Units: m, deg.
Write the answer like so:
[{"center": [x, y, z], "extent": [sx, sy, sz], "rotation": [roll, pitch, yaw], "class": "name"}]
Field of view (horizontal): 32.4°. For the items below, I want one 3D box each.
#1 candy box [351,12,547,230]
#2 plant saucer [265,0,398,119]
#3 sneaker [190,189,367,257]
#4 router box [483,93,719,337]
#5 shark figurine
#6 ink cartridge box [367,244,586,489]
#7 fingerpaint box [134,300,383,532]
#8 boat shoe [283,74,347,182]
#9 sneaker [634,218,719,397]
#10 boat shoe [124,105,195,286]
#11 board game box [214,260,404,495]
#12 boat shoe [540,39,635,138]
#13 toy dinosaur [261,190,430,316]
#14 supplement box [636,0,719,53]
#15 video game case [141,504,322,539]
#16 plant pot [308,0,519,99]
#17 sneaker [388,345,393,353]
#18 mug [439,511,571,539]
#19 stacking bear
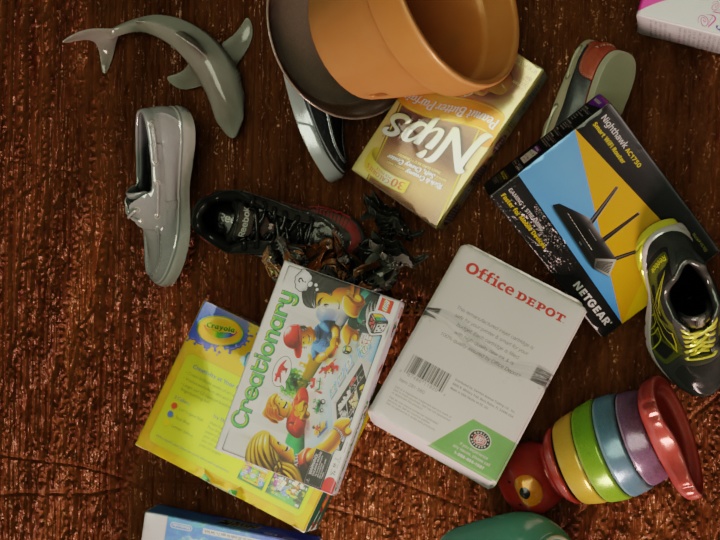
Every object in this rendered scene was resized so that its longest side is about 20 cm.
[{"center": [0.095, -0.157, 1.316], "extent": [0.115, 0.055, 0.200], "rotation": [35, 97, 13], "class": "candy box"}, {"center": [-0.020, -0.258, 1.299], "extent": [0.032, 0.200, 0.201], "rotation": [1, 90, 55], "class": "plant saucer"}, {"center": [-0.095, -0.044, 1.338], "extent": [0.200, 0.098, 0.071], "rotation": [11, 91, 10], "class": "sneaker"}, {"center": [0.242, -0.054, 1.247], "extent": [0.149, 0.051, 0.200], "rotation": [-38, 108, 10], "class": "router box"}, {"center": [-0.209, -0.251, 1.371], "extent": [0.214, 0.089, 0.128], "rotation": [27, 95, 9], "class": "shark figurine"}, {"center": [0.119, 0.097, 1.257], "extent": [0.146, 0.084, 0.200], "rotation": [29, 79, 10], "class": "ink cartridge box"}, {"center": [-0.102, 0.149, 1.278], "extent": [0.199, 0.073, 0.167], "rotation": [24, 86, 12], "class": "fingerpaint box"}, {"center": [-0.039, -0.198, 1.343], "extent": [0.068, 0.072, 0.201], "rotation": [-18, 80, 12], "class": "boat shoe"}, {"center": [0.320, 0.051, 1.221], "extent": [0.074, 0.085, 0.200], "rotation": [-22, 115, 4], "class": "sneaker"}, {"center": [-0.226, -0.081, 1.362], "extent": [0.072, 0.068, 0.201], "rotation": [29, 114, 53], "class": "boat shoe"}, {"center": [-0.049, 0.104, 1.220], "extent": [0.126, 0.035, 0.201], "rotation": [18, 85, 11], "class": "board game box"}, {"center": [0.219, -0.141, 1.286], "extent": [0.063, 0.071, 0.201], "rotation": [37, 111, 49], "class": "boat shoe"}, {"center": [0.000, 0.000, 1.305], "extent": [0.136, 0.199, 0.102], "rotation": [-54, 47, 29], "class": "toy dinosaur"}, {"center": [0.384, -0.267, 1.228], "extent": [0.199, 0.103, 0.102], "rotation": [17, 95, 14], "class": "supplement box"}, {"center": [-0.154, 0.371, 1.381], "extent": [0.199, 0.045, 0.182], "rotation": [8, 93, 12], "class": "video game case"}, {"center": [0.043, -0.255, 1.219], "extent": [0.140, 0.200, 0.201], "rotation": [-17, 86, 38], "class": "plant pot"}, {"center": [-0.031, 0.151, 1.332], "extent": [0.084, 0.073, 0.201], "rotation": [29, 95, 22], "class": "sneaker"}, {"center": [0.170, 0.321, 1.249], "extent": [0.114, 0.185, 0.153], "rotation": [-25, 67, 38], "class": "mug"}, {"center": [0.232, 0.191, 1.261], "extent": [0.199, 0.114, 0.122], "rotation": [-24, 99, 22], "class": "stacking bear"}]
